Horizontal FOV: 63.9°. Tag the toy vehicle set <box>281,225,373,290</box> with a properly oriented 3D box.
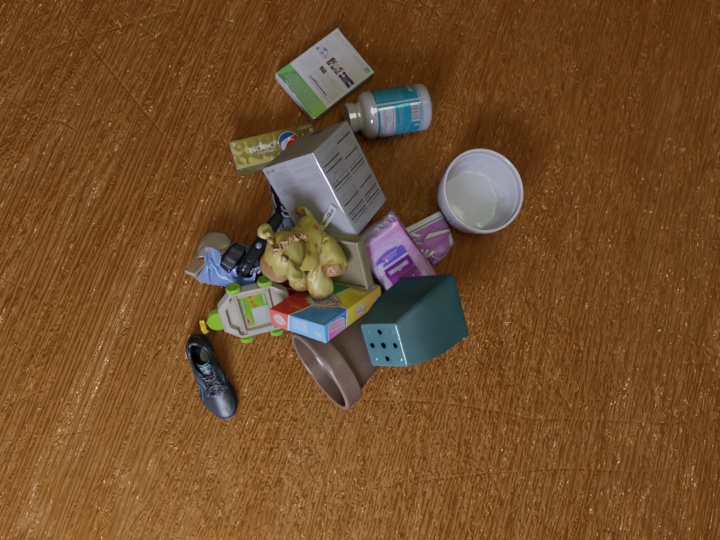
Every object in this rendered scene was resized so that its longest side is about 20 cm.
[{"bbox_3d":[-0.074,-0.028,1.262,0.199,0.125,0.027,10,41,28],"label":"toy vehicle set"}]

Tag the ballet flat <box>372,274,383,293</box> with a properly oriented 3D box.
[{"bbox_3d":[0.000,0.000,1.348,0.064,0.076,0.201,-20,80,22],"label":"ballet flat"}]

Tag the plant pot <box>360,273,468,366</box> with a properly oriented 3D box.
[{"bbox_3d":[0.102,0.110,1.183,0.200,0.141,0.142,-29,107,-48],"label":"plant pot"}]

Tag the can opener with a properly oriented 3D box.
[{"bbox_3d":[-0.213,-0.057,1.213,0.079,0.063,0.200,44,46,-13],"label":"can opener"}]

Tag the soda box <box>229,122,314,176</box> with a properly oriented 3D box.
[{"bbox_3d":[-0.200,-0.280,1.347,0.199,0.064,0.068,-17,86,-11],"label":"soda box"}]

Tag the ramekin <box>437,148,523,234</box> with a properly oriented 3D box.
[{"bbox_3d":[0.279,-0.182,1.395,0.199,0.105,0.201,1,83,-10],"label":"ramekin"}]

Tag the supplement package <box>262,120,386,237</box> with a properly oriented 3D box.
[{"bbox_3d":[-0.074,-0.186,1.254,0.151,0.151,0.201,-53,124,-41],"label":"supplement package"}]

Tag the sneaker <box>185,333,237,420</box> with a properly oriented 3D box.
[{"bbox_3d":[-0.330,0.235,1.255,0.075,0.079,0.201,-27,89,-12],"label":"sneaker"}]

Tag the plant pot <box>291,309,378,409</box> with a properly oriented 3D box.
[{"bbox_3d":[-0.026,0.172,1.264,0.174,0.200,0.201,-36,90,-21],"label":"plant pot"}]

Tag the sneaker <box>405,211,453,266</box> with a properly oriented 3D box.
[{"bbox_3d":[0.133,-0.051,1.373,0.200,0.073,0.115,-26,91,-12],"label":"sneaker"}]

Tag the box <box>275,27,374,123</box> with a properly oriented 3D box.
[{"bbox_3d":[-0.087,-0.474,1.406,0.200,0.036,0.145,-40,91,-13],"label":"box"}]

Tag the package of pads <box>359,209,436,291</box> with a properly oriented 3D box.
[{"bbox_3d":[0.077,-0.026,1.303,0.120,0.076,0.200,-32,120,9],"label":"package of pads"}]

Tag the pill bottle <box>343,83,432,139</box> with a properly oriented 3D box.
[{"bbox_3d":[0.063,-0.377,1.380,0.199,0.111,0.111,-11,85,-11],"label":"pill bottle"}]

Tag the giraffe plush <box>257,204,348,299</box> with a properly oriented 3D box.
[{"bbox_3d":[-0.129,-0.030,1.154,0.172,0.162,0.201,26,117,22],"label":"giraffe plush"}]

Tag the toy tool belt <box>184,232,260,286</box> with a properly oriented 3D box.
[{"bbox_3d":[-0.272,-0.005,1.265,0.199,0.123,0.125,9,116,-7],"label":"toy tool belt"}]

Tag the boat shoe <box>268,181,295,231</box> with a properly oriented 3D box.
[{"bbox_3d":[-0.168,-0.150,1.321,0.074,0.093,0.201,-18,86,-11],"label":"boat shoe"}]

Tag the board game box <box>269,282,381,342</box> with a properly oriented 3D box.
[{"bbox_3d":[-0.072,0.074,1.241,0.200,0.152,0.041,-33,127,-46],"label":"board game box"}]

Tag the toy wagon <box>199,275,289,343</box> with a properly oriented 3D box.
[{"bbox_3d":[-0.252,0.089,1.263,0.199,0.040,0.156,-13,129,-9],"label":"toy wagon"}]

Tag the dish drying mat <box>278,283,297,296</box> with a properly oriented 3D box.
[{"bbox_3d":[-0.118,0.084,1.339,0.199,0.018,0.077,12,82,-8],"label":"dish drying mat"}]
